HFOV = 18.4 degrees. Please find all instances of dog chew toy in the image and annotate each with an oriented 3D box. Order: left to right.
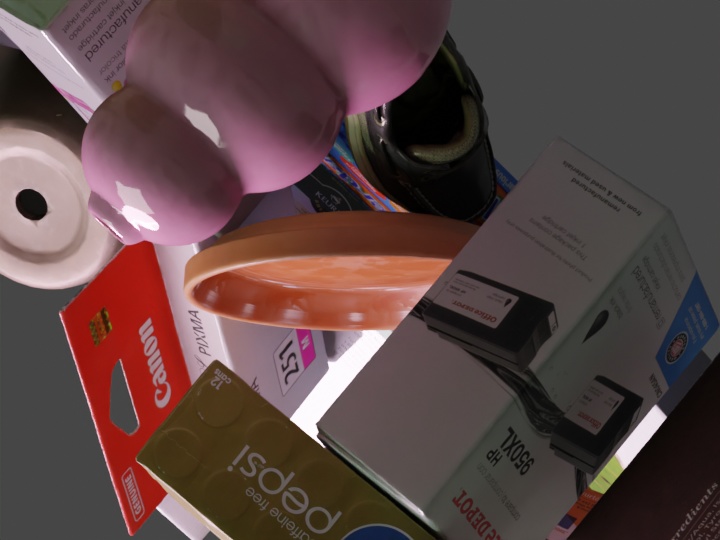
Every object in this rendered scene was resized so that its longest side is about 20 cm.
[{"bbox_3d":[-0.050,-0.095,1.016,0.124,0.200,0.125,40,171,7],"label":"dog chew toy"}]

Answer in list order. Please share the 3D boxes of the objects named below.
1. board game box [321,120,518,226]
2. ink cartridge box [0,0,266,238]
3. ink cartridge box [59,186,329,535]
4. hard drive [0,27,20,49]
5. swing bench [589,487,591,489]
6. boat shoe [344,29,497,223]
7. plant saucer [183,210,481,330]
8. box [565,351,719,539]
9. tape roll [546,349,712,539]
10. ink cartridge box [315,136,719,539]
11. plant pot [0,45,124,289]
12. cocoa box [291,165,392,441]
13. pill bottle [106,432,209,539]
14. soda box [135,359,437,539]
[{"bbox_3d":[0.037,-0.055,1.366,0.152,0.045,0.200,43,172,-15],"label":"board game box"},{"bbox_3d":[-0.096,-0.135,1.214,0.084,0.145,0.200,32,168,40],"label":"ink cartridge box"},{"bbox_3d":[-0.094,0.043,1.345,0.043,0.174,0.201,17,139,27],"label":"ink cartridge box"},{"bbox_3d":[-0.253,-0.202,1.258,0.200,0.042,0.135,46,169,-24],"label":"hard drive"},{"bbox_3d":[0.241,0.252,1.516,0.198,0.131,0.200,21,-174,-36],"label":"swing bench"},{"bbox_3d":[0.033,-0.079,1.173,0.066,0.072,0.201,41,169,38],"label":"boat shoe"},{"bbox_3d":[0.000,0.000,1.251,0.198,0.033,0.200,-1,166,0],"label":"plant saucer"},{"bbox_3d":[0.232,0.134,1.028,0.166,0.164,0.200,43,172,-16],"label":"box"},{"bbox_3d":[0.132,0.109,1.333,0.199,0.066,0.202,20,128,27],"label":"tape roll"},{"bbox_3d":[0.086,0.055,1.167,0.084,0.200,0.145,36,171,31],"label":"ink cartridge box"},{"bbox_3d":[-0.167,-0.075,1.368,0.200,0.200,0.175,42,-147,-7],"label":"plant pot"},{"bbox_3d":[0.000,0.034,1.512,0.200,0.133,0.131,44,-144,-1],"label":"cocoa box"},{"bbox_3d":[-0.089,0.097,1.649,0.109,0.200,0.110,39,172,7],"label":"pill bottle"},{"bbox_3d":[-0.017,0.136,1.128,0.200,0.068,0.064,38,171,11],"label":"soda box"}]
